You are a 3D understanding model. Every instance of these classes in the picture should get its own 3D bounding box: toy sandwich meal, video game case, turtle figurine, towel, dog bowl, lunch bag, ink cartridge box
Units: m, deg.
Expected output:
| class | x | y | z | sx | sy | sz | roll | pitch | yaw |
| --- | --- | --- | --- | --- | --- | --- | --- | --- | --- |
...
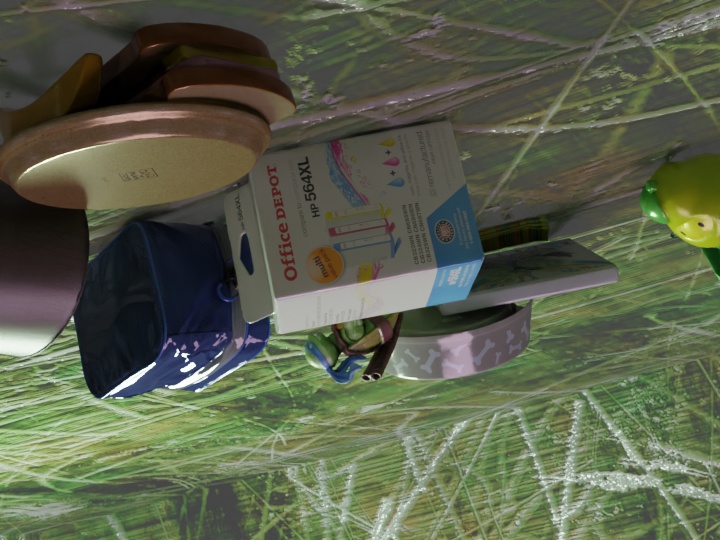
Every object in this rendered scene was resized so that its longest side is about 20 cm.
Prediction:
| class | x | y | z | sx | sy | sz | roll | pitch | yaw |
| --- | --- | --- | --- | --- | --- | --- | --- | --- | --- |
| toy sandwich meal | -0.149 | -0.098 | 0.813 | 0.204 | 0.071 | 0.205 | -9 | 170 | -2 |
| video game case | 0.172 | 0.004 | 1.403 | 0.199 | 0.022 | 0.182 | -11 | -168 | -5 |
| turtle figurine | 0.000 | 0.000 | 1.291 | 0.194 | 0.200 | 0.144 | -29 | 146 | -13 |
| towel | 0.120 | -0.023 | 1.411 | 0.199 | 0.018 | 0.086 | -14 | 165 | 7 |
| dog bowl | 0.102 | 0.066 | 1.396 | 0.199 | 0.059 | 0.200 | -11 | -164 | 3 |
| lunch bag | -0.169 | 0.034 | 1.150 | 0.132 | 0.136 | 0.200 | -1 | 161 | -38 |
| ink cartridge box | -0.012 | -0.031 | 1.045 | 0.199 | 0.129 | 0.125 | -11 | 165 | -6 |

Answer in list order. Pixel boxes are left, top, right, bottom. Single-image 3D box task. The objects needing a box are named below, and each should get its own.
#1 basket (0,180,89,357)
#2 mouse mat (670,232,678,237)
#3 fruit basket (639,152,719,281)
| class | x | y | z | sx | sy | sz | roll | pitch | yaw |
| --- | --- | --- | --- | --- | --- | --- | --- | --- | --- |
| basket | -0.324 | -0.010 | 0.871 | 0.200 | 0.137 | 0.180 | 6 | 163 | -41 |
| mouse mat | 0.511 | -0.079 | 1.550 | 0.160 | 0.008 | 0.200 | -3 | 162 | -33 |
| fruit basket | 0.395 | -0.063 | 1.271 | 0.215 | 0.156 | 0.216 | -28 | 173 | -4 |
